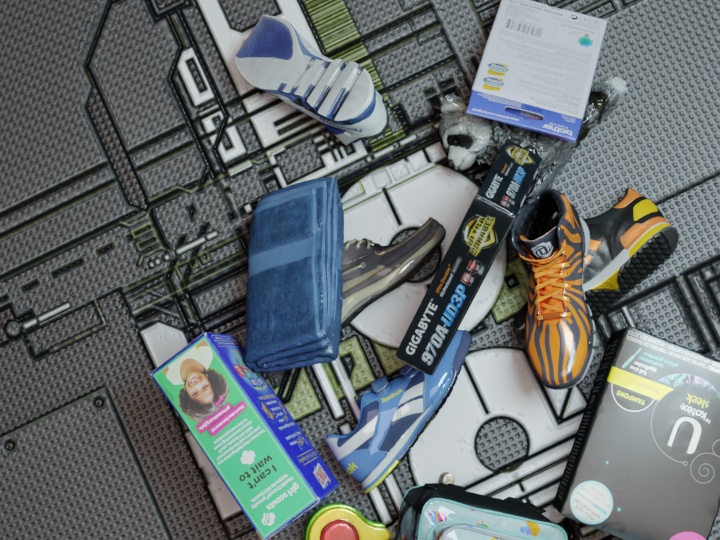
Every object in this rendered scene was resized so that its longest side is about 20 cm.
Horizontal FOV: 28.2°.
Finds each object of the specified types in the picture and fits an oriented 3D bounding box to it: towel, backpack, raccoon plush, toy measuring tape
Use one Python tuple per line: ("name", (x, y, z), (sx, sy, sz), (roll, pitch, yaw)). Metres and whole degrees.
("towel", (-0.072, 0.003, 1.495), (0.111, 0.048, 0.202), (-15, 59, 25))
("backpack", (0.113, 0.335, 1.446), (0.174, 0.153, 0.202), (14, 95, -13))
("raccoon plush", (0.174, -0.165, 1.543), (0.134, 0.097, 0.199), (41, 58, 19))
("toy measuring tape", (0.004, 0.256, 1.507), (0.199, 0.074, 0.074), (-37, 84, -9))

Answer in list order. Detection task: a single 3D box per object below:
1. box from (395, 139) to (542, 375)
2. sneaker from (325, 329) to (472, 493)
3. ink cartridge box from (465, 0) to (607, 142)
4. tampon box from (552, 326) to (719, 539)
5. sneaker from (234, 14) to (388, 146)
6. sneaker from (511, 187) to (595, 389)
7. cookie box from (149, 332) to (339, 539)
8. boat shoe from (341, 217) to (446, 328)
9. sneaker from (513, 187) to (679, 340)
("box", (0.110, -0.014, 1.436), (0.046, 0.159, 0.201), (27, 120, 4))
("sneaker", (0.043, 0.135, 1.510), (0.082, 0.074, 0.201), (38, 86, 10))
("ink cartridge box", (0.183, -0.204, 1.494), (0.118, 0.042, 0.201), (15, 47, 6))
("tampon box", (0.300, 0.178, 1.463), (0.148, 0.126, 0.202), (19, 87, 5))
("sneaker", (-0.042, -0.189, 1.542), (0.199, 0.115, 0.081), (35, 85, 35))
("sneaker", (0.185, 0.012, 1.430), (0.077, 0.112, 0.202), (-10, 64, 21))
("cookie box", (-0.114, 0.166, 1.467), (0.075, 0.171, 0.201), (-36, 84, 2))
("boat shoe", (0.000, 0.000, 1.524), (0.199, 0.075, 0.074), (-37, 84, -2))
("sneaker", (0.237, -0.006, 1.523), (0.199, 0.070, 0.090), (-37, 54, 8))
